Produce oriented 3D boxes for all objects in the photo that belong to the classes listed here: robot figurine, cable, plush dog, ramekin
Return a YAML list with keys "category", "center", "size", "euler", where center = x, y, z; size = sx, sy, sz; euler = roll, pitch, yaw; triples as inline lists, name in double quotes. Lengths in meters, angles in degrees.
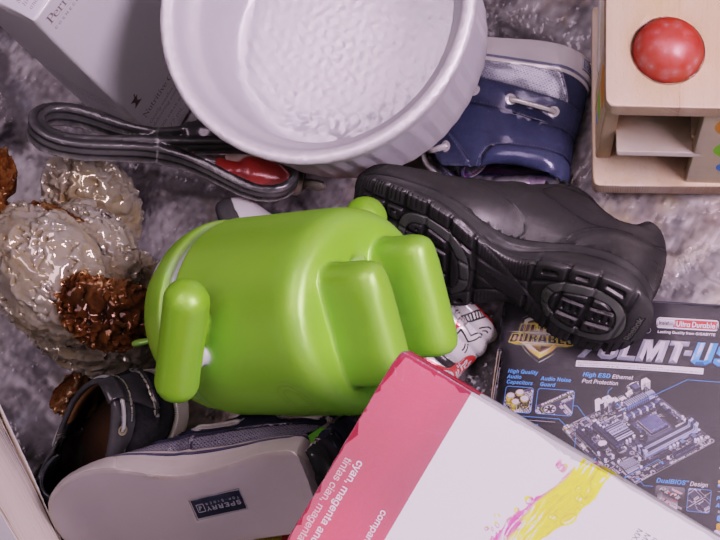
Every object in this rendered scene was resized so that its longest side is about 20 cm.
- category: "robot figurine"
  center: [-0.042, 0.025, 0.992]
  size: [0.200, 0.175, 0.116]
  euler: [-4, 109, 44]
- category: "cable"
  center: [-0.118, -0.073, 1.150]
  size: [0.200, 0.050, 0.097]
  euler: [-4, 48, -12]
- category: "plush dog"
  center: [-0.186, 0.008, 1.124]
  size: [0.200, 0.172, 0.161]
  euler: [37, 87, 25]
- category: "ramekin"
  center: [-0.015, -0.154, 1.086]
  size: [0.200, 0.098, 0.201]
  euler: [-3, 79, 16]

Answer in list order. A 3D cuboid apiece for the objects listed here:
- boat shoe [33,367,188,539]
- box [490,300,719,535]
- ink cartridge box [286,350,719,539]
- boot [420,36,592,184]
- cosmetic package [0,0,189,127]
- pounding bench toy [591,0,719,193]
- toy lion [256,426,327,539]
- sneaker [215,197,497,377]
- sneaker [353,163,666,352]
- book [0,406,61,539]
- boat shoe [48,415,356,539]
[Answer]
- category: "boat shoe"
  center: [-0.191, 0.141, 1.115]
  size: [0.072, 0.068, 0.200]
  euler: [47, 115, 23]
- category: "box"
  center: [0.172, 0.118, 1.034]
  size: [0.200, 0.050, 0.199]
  euler: [3, 73, 20]
- category: "ink cartridge box"
  center: [0.082, 0.160, 0.889]
  size: [0.200, 0.145, 0.145]
  euler: [30, 85, 18]
- category: "boot"
  center: [0.047, -0.105, 1.138]
  size: [0.200, 0.073, 0.091]
  euler: [5, 67, 19]
- category: "cosmetic package"
  center: [-0.171, -0.179, 1.168]
  size: [0.081, 0.200, 0.113]
  euler: [29, 83, 25]
- category: "pounding bench toy"
  center: [0.206, -0.166, 1.047]
  size: [0.124, 0.156, 0.200]
  euler: [1, 72, 5]
- category: "toy lion"
  center: [-0.055, 0.168, 1.066]
  size: [0.192, 0.069, 0.200]
  euler: [25, 58, 38]
- category: "sneaker"
  center: [0.001, 0.001, 1.124]
  size: [0.108, 0.067, 0.201]
  euler: [-41, 67, -1]
- category: "sneaker"
  center: [0.092, -0.021, 1.053]
  size: [0.200, 0.076, 0.091]
  euler: [23, 47, 12]
- category: "book"
  center: [-0.274, 0.193, 1.116]
  size: [0.200, 0.048, 0.134]
  euler: [-48, 62, 30]
- category: "boat shoe"
  center: [-0.086, 0.124, 1.050]
  size: [0.200, 0.093, 0.075]
  euler: [-9, 108, 25]
